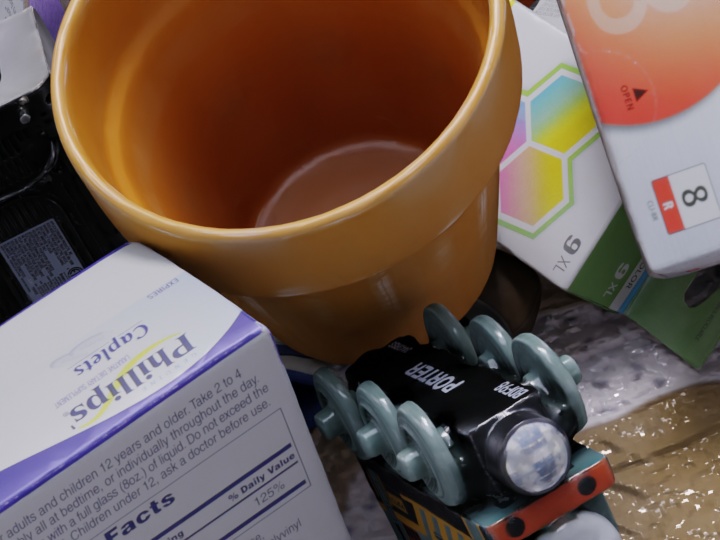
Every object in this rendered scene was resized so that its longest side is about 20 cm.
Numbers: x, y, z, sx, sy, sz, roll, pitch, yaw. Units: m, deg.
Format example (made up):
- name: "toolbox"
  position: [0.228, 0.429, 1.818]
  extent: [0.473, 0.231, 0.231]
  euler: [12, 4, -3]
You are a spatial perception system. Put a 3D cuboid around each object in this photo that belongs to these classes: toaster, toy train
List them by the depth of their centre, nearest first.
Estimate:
- name: "toy train"
  position: [0.050, 0.083, 1.037]
  extent: [0.085, 0.114, 0.200]
  euler: [-30, 15, -14]
- name: "toaster"
  position: [-0.199, -0.014, 1.247]
  extent: [0.181, 0.200, 0.119]
  euler: [-26, 36, 3]

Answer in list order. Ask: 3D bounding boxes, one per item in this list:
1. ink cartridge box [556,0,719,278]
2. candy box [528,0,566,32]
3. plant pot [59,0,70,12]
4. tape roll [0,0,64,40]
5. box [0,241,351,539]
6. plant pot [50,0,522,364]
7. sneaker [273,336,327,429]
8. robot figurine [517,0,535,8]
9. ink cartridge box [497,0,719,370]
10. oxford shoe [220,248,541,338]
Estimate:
- name: "ink cartridge box"
  position: [0.200, -0.101, 1.100]
  extent: [0.200, 0.050, 0.162]
  euler: [-20, 80, 17]
- name: "candy box"
  position: [0.187, -0.124, 1.303]
  extent: [0.168, 0.072, 0.200]
  euler: [17, 51, 36]
- name: "plant pot"
  position: [-0.083, -0.153, 1.348]
  extent: [0.200, 0.184, 0.201]
  euler: [-7, 42, 6]
- name: "tape roll"
  position: [-0.261, -0.144, 1.376]
  extent: [0.200, 0.066, 0.200]
  euler: [19, 34, -13]
- name: "box"
  position: [-0.109, 0.123, 1.025]
  extent: [0.184, 0.200, 0.105]
  euler: [-34, 41, -19]
- name: "plant pot"
  position: [-0.015, -0.054, 1.110]
  extent: [0.200, 0.183, 0.200]
  euler: [-7, 59, 12]
- name: "sneaker"
  position: [-0.092, 0.089, 1.154]
  extent: [0.088, 0.075, 0.200]
  euler: [19, 48, 34]
- name: "robot figurine"
  position: [0.083, -0.221, 1.377]
  extent: [0.200, 0.117, 0.144]
  euler: [-13, 64, -51]
- name: "ink cartridge box"
  position: [0.108, -0.049, 1.195]
  extent: [0.200, 0.059, 0.104]
  euler: [38, 99, 35]
- name: "oxford shoe"
  position: [0.000, 0.000, 1.238]
  extent: [0.200, 0.073, 0.084]
  euler: [20, 48, 23]
